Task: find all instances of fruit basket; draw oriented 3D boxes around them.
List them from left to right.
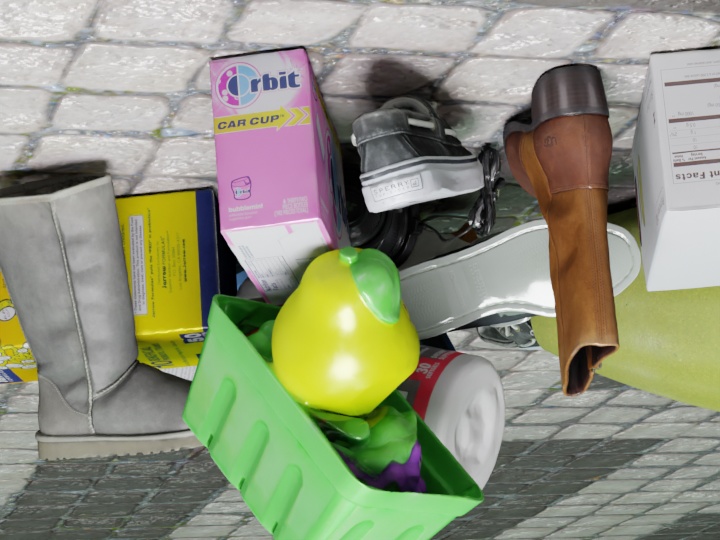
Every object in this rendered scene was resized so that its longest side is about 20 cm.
[{"bbox_3d":[-0.010,0.073,1.538,0.215,0.218,0.155,-18,160,39],"label":"fruit basket"}]

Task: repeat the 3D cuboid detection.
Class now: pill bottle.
[{"bbox_3d":[-0.003,0.102,1.718,0.199,0.112,0.111,9,172,28],"label":"pill bottle"}]

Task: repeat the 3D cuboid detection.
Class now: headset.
[{"bbox_3d":[0.006,-0.052,1.701,0.198,0.095,0.123,6,174,23],"label":"headset"}]

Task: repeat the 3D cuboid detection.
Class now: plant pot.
[{"bbox_3d":[0.241,0.021,1.831,0.198,0.189,0.187,2,168,27],"label":"plant pot"}]

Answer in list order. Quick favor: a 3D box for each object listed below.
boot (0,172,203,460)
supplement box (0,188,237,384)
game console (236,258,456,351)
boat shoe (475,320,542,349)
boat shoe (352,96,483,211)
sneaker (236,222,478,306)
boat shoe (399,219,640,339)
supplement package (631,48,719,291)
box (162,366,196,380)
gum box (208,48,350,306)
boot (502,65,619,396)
[{"bbox_3d":[-0.170,0.029,1.661,0.180,0.202,0.073,-6,-175,2],"label":"boot"},{"bbox_3d":[-0.197,0.015,1.759,0.198,0.111,0.109,-5,164,4],"label":"supplement box"},{"bbox_3d":[-0.041,0.049,1.908,0.170,0.119,0.199,8,160,-37],"label":"game console"},{"bbox_3d":[0.146,0.039,2.007,0.070,0.073,0.200,-6,167,-12],"label":"boat shoe"},{"bbox_3d":[0.038,-0.082,1.545,0.071,0.072,0.200,-13,-179,8],"label":"boat shoe"},{"bbox_3d":[0.000,0.000,1.799,0.198,0.085,0.073,-3,151,-8],"label":"sneaker"},{"bbox_3d":[0.108,0.003,1.715,0.198,0.076,0.060,-9,-177,8],"label":"boat shoe"},{"bbox_3d":[0.272,-0.069,1.600,0.154,0.112,0.200,-5,164,2],"label":"supplement package"},{"bbox_3d":[-0.205,0.062,1.889,0.199,0.083,0.049,22,160,-30],"label":"box"},{"bbox_3d":[-0.049,-0.056,1.547,0.066,0.115,0.200,-7,164,5],"label":"gum box"},{"bbox_3d":[0.147,-0.014,1.589,0.068,0.202,0.188,-2,164,-11],"label":"boot"}]
